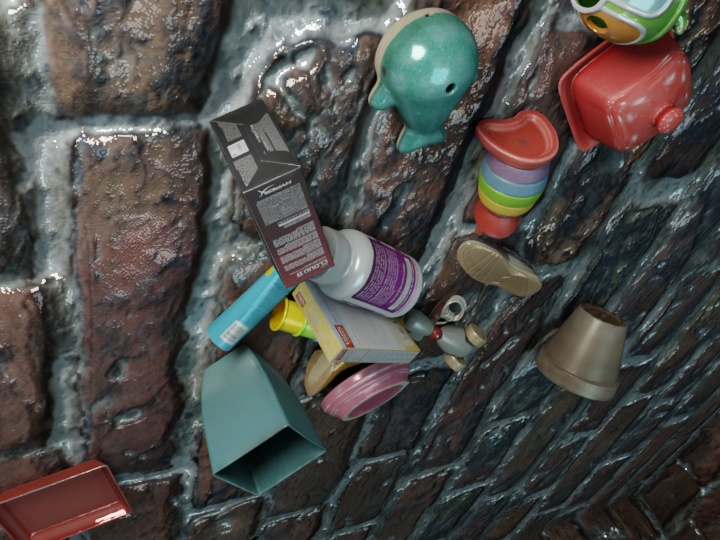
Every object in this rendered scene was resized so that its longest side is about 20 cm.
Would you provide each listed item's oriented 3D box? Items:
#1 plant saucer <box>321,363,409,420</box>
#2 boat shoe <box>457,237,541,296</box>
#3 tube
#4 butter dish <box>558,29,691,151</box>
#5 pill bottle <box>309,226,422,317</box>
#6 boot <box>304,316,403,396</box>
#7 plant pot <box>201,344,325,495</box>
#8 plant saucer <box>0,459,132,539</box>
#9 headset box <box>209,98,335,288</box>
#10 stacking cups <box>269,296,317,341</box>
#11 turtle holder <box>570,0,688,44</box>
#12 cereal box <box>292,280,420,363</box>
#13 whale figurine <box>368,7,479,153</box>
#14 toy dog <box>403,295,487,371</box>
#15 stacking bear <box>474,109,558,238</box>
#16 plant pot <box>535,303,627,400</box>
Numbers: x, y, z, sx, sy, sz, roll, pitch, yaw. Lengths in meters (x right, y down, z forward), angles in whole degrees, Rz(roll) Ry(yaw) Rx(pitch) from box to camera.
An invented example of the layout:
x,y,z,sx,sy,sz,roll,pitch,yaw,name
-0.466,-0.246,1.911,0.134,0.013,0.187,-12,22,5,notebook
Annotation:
x,y,z,sx,sy,sz,roll,pitch,yaw,name
0.018,0.241,1.289,0.200,0.051,0.201,-28,160,-11,plant saucer
0.256,-0.014,1.207,0.199,0.065,0.072,24,128,-25,boat shoe
-0.155,0.043,1.013,0.200,0.050,0.077,-42,156,6,tube
0.430,-0.264,0.985,0.200,0.148,0.199,-37,141,8,butter dish
0.000,0.000,1.013,0.112,0.113,0.199,-47,140,19,pill bottle
-0.008,0.162,1.214,0.143,0.071,0.202,11,120,-37,boot
-0.180,0.237,1.079,0.141,0.200,0.141,-34,142,3,plant pot
-0.541,0.423,1.173,0.199,0.037,0.200,-18,140,-18,plant saucer
-0.107,-0.087,0.819,0.077,0.149,0.201,-25,140,-6,headset box
-0.051,0.099,1.085,0.199,0.061,0.061,20,121,-26,stacking cups
0.343,-0.381,0.806,0.131,0.141,0.186,-8,137,-25,turtle holder
-0.005,0.087,1.063,0.199,0.144,0.040,11,128,-47,cereal box
0.090,-0.229,0.832,0.158,0.104,0.201,-19,140,-15,whale figurine
0.162,0.113,1.282,0.131,0.097,0.200,-32,127,5,toy dog
0.235,-0.135,1.032,0.121,0.114,0.201,-16,144,-18,stacking bear
0.541,0.181,1.526,0.199,0.200,0.175,5,114,-37,plant pot
